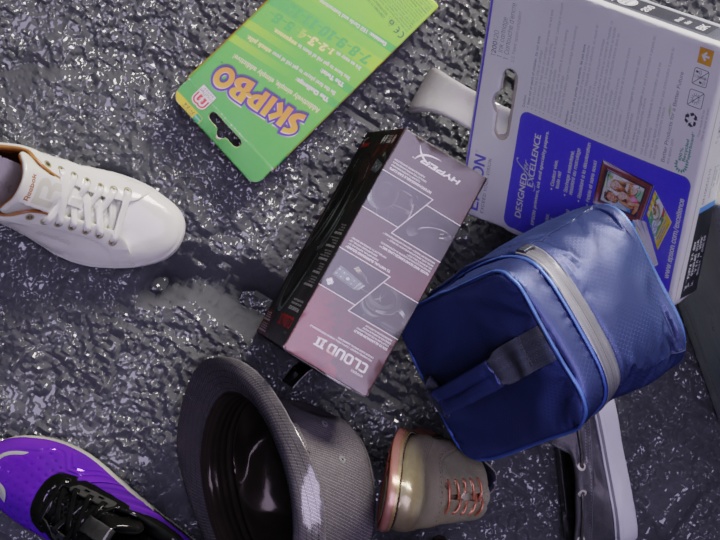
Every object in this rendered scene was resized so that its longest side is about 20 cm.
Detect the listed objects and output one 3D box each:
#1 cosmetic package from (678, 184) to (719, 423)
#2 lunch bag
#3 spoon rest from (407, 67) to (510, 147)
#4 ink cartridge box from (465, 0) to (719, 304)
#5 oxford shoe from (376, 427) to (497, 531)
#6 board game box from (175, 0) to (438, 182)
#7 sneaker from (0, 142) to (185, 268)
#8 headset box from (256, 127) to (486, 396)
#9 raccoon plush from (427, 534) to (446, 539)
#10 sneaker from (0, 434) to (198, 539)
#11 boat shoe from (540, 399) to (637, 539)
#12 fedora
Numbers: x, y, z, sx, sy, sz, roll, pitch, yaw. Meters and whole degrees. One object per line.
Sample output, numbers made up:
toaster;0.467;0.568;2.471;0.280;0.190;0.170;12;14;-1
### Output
cosmetic package;0.326;0.019;1.489;0.122;0.200;0.201;-22;96;-9
lunch bag;0.117;0.051;1.408;0.132;0.200;0.137;-27;88;-33
spoon rest;0.133;-0.089;1.516;0.199;0.061;0.100;30;87;-10
ink cartridge box;0.172;-0.103;1.422;0.043;0.199;0.200;-23;130;-48
oxford shoe;0.059;0.155;1.439;0.073;0.200;0.072;13;99;12
board game box;-0.043;-0.168;1.494;0.200;0.030;0.096;-45;99;-8
sneaker;-0.223;-0.046;1.437;0.198;0.085;0.074;15;89;-13
headset box;0.000;0.000;1.450;0.077;0.149;0.201;31;88;-10
raccoon plush;0.041;0.299;1.476;0.096;0.134;0.203;-3;93;-20
sneaker;-0.195;0.184;1.437;0.199;0.100;0.070;31;87;1
boat shoe;0.163;0.128;1.535;0.066;0.070;0.202;-16;104;-11
fedora;-0.052;0.155;1.443;0.089;0.200;0.178;-6;129;-31
